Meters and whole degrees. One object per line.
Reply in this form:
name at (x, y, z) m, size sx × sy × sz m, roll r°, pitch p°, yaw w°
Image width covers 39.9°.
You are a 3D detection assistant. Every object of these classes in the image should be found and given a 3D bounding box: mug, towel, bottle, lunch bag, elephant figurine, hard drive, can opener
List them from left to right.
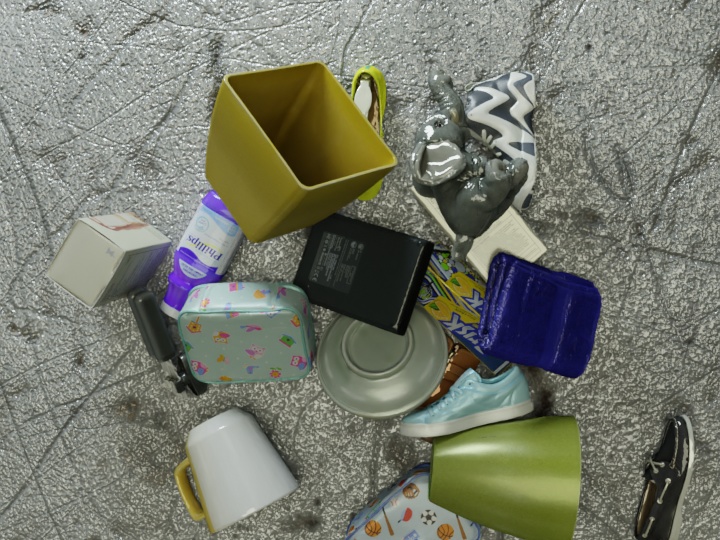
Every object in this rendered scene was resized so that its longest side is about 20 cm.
can opener at (-0.299, 0.112, 1.522) m, size 0.066 × 0.052 × 0.201 m, roll -35°, pitch 121°, yaw -28°
bottle at (-0.242, -0.020, 1.520) m, size 0.083 × 0.065 × 0.201 m, roll 31°, pitch 97°, yaw 5°
mug at (-0.207, 0.304, 1.507) m, size 0.186 × 0.149 × 0.154 m, roll -27°, pitch 83°, yaw 2°
lunch bag at (-0.170, 0.098, 1.492) m, size 0.198 × 0.077 × 0.161 m, roll -2°, pitch 128°, yaw 10°
hard drive at (0.000, 0.000, 1.456) m, size 0.199 × 0.033 × 0.140 m, roll 18°, pitch 88°, yaw 34°
lunch bag at (0.080, 0.408, 1.512) m, size 0.200 × 0.076 × 0.160 m, roll -43°, pitch 91°, yaw 7°
elephant figurine at (0.122, -0.150, 1.376) m, size 0.200 × 0.155 × 0.142 m, roll 39°, pitch 139°, yaw 12°
towel at (0.260, 0.066, 1.410) m, size 0.199 × 0.049 × 0.149 m, roll 16°, pitch 80°, yaw -33°

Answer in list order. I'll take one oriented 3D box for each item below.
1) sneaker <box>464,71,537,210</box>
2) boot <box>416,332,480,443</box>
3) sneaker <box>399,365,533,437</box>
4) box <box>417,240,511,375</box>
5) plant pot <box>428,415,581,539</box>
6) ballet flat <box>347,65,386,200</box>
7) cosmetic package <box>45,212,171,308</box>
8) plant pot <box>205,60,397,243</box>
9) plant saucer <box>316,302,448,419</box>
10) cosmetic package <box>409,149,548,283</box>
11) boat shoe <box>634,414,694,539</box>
sneaker at (0.191, -0.188, 1.448) m, size 0.129 × 0.079 × 0.201 m, roll -1°, pitch 94°, yaw 8°
boot at (0.071, 0.150, 1.490) m, size 0.199 × 0.077 × 0.156 m, roll 30°, pitch 97°, yaw 4°
sneaker at (0.147, 0.185, 1.437) m, size 0.199 × 0.074 × 0.083 m, roll -13°, pitch 91°, yaw -6°
box at (0.159, 0.056, 1.467) m, size 0.200 × 0.070 × 0.064 m, roll 43°, pitch 132°, yaw 2°
plant pot at (0.200, 0.293, 1.424) m, size 0.198 × 0.187 × 0.189 m, roll 6°, pitch 95°, yaw 3°
ballet flat at (0.004, -0.204, 1.475) m, size 0.066 × 0.067 × 0.202 m, roll 4°, pitch 95°, yaw 6°
cosmetic package at (-0.367, -0.019, 1.467) m, size 0.087 × 0.200 × 0.104 m, roll 35°, pitch 98°, yaw 3°
plant pot at (-0.107, -0.154, 1.410) m, size 0.200 × 0.199 × 0.177 m, roll 54°, pitch 132°, yaw 14°
plant saucer at (0.028, 0.116, 1.455) m, size 0.199 × 0.050 × 0.201 m, roll -6°, pitch 58°, yaw 9°
cosmetic package at (0.173, -0.076, 1.462) m, size 0.103 × 0.073 × 0.200 m, roll -39°, pitch 89°, yaw 7°
boat shoe at (0.446, 0.309, 1.463) m, size 0.060 × 0.074 × 0.202 m, roll 6°, pitch 103°, yaw 1°
